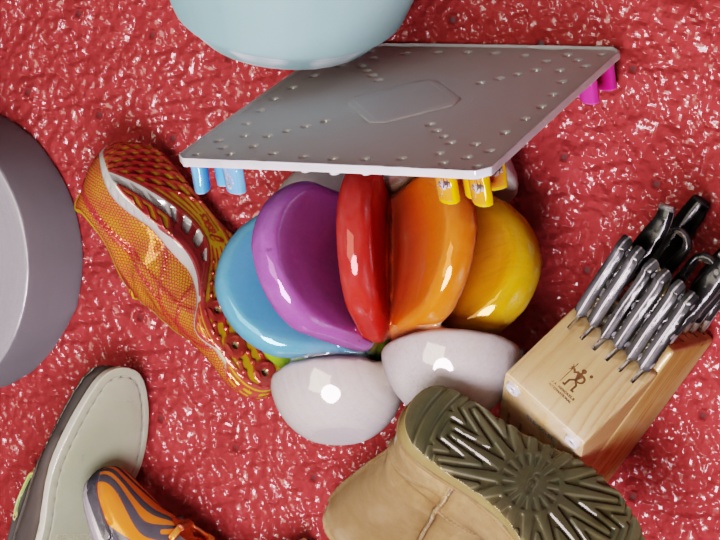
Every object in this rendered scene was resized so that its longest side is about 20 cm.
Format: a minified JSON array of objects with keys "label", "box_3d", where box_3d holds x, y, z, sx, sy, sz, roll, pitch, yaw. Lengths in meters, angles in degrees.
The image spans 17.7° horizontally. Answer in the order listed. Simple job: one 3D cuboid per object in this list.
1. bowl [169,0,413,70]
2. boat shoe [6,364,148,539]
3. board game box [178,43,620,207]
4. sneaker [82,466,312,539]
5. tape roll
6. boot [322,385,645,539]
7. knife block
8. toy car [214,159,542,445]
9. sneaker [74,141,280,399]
[{"label":"bowl","box_3d":[-0.041,-0.193,1.392,0.200,0.201,0.106,21,126,26]},{"label":"boat shoe","box_3d":[-0.201,0.154,1.572,0.060,0.071,0.203,26,101,48]},{"label":"board game box","box_3d":[0.027,-0.088,1.348,0.199,0.200,0.026,3,116,29]},{"label":"sneaker","box_3d":[-0.089,0.191,1.517,0.112,0.078,0.200,-40,90,22]},{"label":"tape roll","box_3d":[-0.292,-0.012,1.608,0.199,0.066,0.202,4,98,29]},{"label":"boot","box_3d":[0.071,0.157,1.377,0.175,0.066,0.200,41,153,7]},{"label":"knife block","box_3d":[0.163,0.047,1.370,0.175,0.200,0.064,-40,69,-20]},{"label":"toy car","box_3d":[0.000,0.000,1.373,0.199,0.150,0.176,-15,65,33]},{"label":"sneaker","box_3d":[-0.113,0.005,1.519,0.200,0.073,0.077,54,139,18]}]
